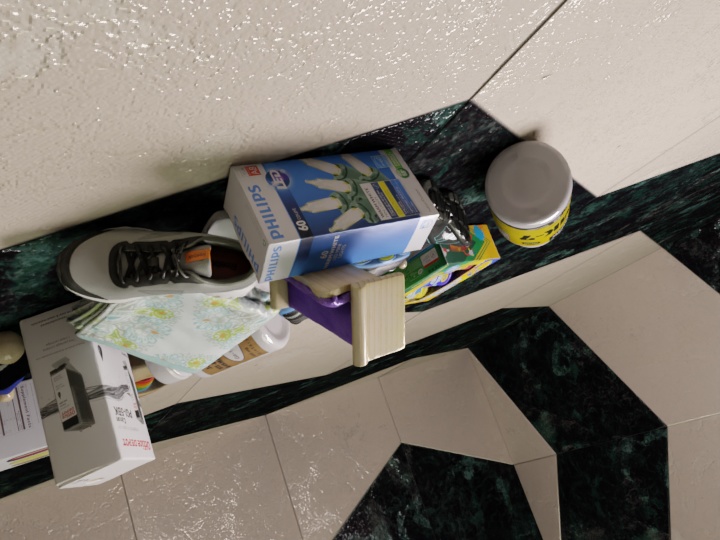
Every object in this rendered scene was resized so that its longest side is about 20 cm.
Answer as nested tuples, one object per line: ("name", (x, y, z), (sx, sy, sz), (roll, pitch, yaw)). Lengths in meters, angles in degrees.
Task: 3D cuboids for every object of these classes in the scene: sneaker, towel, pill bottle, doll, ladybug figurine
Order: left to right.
("doll", (-0.476, 0.132, 0.822), (0.135, 0.049, 0.199), (-9, 161, -43))
("ladybug figurine", (-0.359, 0.156, 1.027), (0.133, 0.073, 0.200), (-10, 161, -35))
("sneaker", (-0.189, -0.010, 0.615), (0.195, 0.076, 0.079), (-1, 172, -23))
("towel", (-0.220, 0.054, 0.754), (0.170, 0.049, 0.198), (-31, 141, 30))
("pill bottle", (-0.211, 0.090, 0.915), (0.196, 0.117, 0.114), (-22, 166, 16))
("sneaker", (-0.025, 0.007, 0.845), (0.197, 0.071, 0.083), (-29, 147, -11))
("sneaker", (0.097, -0.074, 0.889), (0.078, 0.077, 0.199), (-20, 158, 25))
("pill bottle", (0.242, -0.098, 0.902), (0.112, 0.117, 0.200), (-24, 166, 12))

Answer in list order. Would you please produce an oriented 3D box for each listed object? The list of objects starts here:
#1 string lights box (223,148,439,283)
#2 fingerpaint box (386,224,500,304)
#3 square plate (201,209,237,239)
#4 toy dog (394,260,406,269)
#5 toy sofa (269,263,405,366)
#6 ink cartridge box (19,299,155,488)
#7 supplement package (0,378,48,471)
("string lights box", (-0.029, -0.061, 0.646), (0.196, 0.104, 0.059), (-13, 147, -32))
("fingerpaint box", (0.127, -0.004, 1.151), (0.165, 0.075, 0.199), (-6, 159, -46))
("square plate", (-0.124, -0.035, 0.774), (0.197, 0.029, 0.198), (-11, 161, -36))
("toy dog", (0.000, 0.000, 0.937), (0.196, 0.098, 0.132), (-18, 166, -13))
("toy sofa", (-0.044, 0.028, 0.680), (0.096, 0.085, 0.199), (-13, -159, -32))
("ink cartridge box", (-0.341, 0.159, 0.802), (0.081, 0.204, 0.147), (-19, 166, -8))
("supplement package", (-0.553, 0.248, 1.000), (0.196, 0.112, 0.114), (-14, 165, -27))
